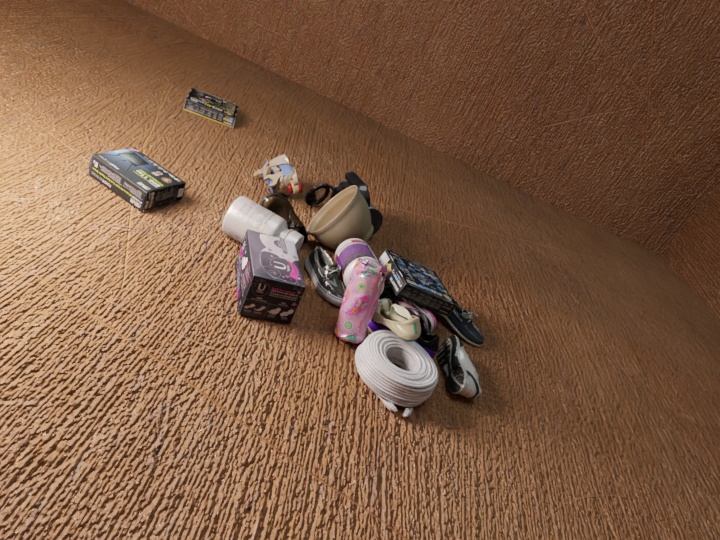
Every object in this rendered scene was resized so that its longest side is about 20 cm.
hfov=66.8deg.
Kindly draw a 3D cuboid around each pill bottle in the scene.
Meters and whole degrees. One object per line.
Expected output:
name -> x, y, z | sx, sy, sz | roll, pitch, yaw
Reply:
pill bottle -> 0.000, 0.000, 1.480 | 0.110, 0.113, 0.200 | 15, 20, -21
pill bottle -> -0.256, -0.102, 1.451 | 0.198, 0.115, 0.114 | 30, 27, 5

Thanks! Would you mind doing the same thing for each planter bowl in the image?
planter bowl -> -0.044, -0.137, 1.650 | 0.135, 0.199, 0.201 | 47, 21, -20

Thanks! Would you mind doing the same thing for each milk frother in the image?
milk frother -> -0.059, -0.209, 1.823 | 0.198, 0.182, 0.189 | -29, 46, -6

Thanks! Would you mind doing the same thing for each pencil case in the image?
pencil case -> 0.003, 0.070, 1.293 | 0.086, 0.203, 0.088 | 19, 11, -4

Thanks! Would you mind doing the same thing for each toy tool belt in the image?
toy tool belt -> -0.275, -0.294, 1.793 | 0.121, 0.126, 0.201 | -19, 40, -13

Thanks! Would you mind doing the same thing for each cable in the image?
cable -> 0.082, 0.220, 1.248 | 0.199, 0.070, 0.199 | 38, 29, 20

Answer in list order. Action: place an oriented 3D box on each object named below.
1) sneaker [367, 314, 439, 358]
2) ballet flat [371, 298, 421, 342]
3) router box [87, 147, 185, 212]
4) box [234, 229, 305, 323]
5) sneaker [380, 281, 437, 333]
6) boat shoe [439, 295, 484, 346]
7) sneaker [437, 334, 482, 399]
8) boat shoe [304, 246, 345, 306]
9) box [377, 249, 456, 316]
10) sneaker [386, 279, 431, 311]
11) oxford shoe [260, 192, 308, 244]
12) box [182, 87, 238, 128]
sneaker -> 0.111, 0.145, 1.365 | 0.198, 0.100, 0.070 | 29, 27, 11
ballet flat -> 0.074, 0.102, 1.310 | 0.069, 0.071, 0.199 | 3, 15, -38
router box -> -0.593, -0.245, 1.453 | 0.199, 0.063, 0.150 | 33, 29, 11
box -> -0.216, 0.011, 1.292 | 0.130, 0.116, 0.201 | 13, 31, -24
sneaker -> 0.110, 0.107, 1.461 | 0.199, 0.081, 0.086 | 33, 32, 16
boat shoe -> 0.288, 0.132, 1.574 | 0.200, 0.062, 0.075 | 47, 22, 16
sneaker -> 0.249, 0.245, 1.373 | 0.079, 0.074, 0.201 | 32, 29, -22
boat shoe -> -0.088, 0.011, 1.452 | 0.071, 0.071, 0.200 | 0, 39, -42
box -> 0.155, 0.033, 1.501 | 0.198, 0.046, 0.160 | 22, 26, -34
sneaker -> 0.128, 0.063, 1.579 | 0.200, 0.079, 0.090 | 45, 18, 17
oxford shoe -> -0.203, -0.143, 1.527 | 0.085, 0.073, 0.200 | 49, 2, 43
box -> -0.589, -0.646, 2.165 | 0.197, 0.050, 0.161 | 18, 31, -19
